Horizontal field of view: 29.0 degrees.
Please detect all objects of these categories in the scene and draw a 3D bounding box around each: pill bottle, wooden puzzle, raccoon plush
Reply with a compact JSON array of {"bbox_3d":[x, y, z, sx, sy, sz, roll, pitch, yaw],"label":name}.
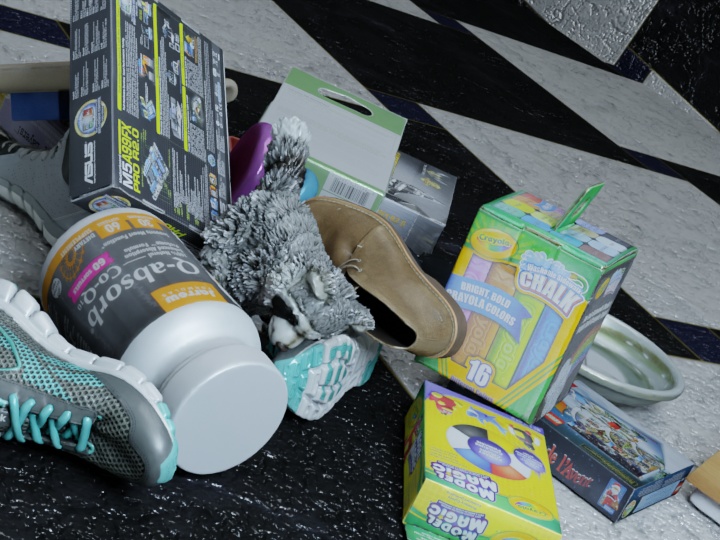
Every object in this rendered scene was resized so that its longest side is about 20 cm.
[{"bbox_3d":[-0.143,0.049,1.004,0.116,0.116,0.200,6,27,-43],"label":"pill bottle"},{"bbox_3d":[-0.238,-0.159,1.282,0.185,0.046,0.200,2,2,24],"label":"wooden puzzle"},{"bbox_3d":[-0.044,-0.034,1.067,0.134,0.200,0.097,0,-12,40],"label":"raccoon plush"}]

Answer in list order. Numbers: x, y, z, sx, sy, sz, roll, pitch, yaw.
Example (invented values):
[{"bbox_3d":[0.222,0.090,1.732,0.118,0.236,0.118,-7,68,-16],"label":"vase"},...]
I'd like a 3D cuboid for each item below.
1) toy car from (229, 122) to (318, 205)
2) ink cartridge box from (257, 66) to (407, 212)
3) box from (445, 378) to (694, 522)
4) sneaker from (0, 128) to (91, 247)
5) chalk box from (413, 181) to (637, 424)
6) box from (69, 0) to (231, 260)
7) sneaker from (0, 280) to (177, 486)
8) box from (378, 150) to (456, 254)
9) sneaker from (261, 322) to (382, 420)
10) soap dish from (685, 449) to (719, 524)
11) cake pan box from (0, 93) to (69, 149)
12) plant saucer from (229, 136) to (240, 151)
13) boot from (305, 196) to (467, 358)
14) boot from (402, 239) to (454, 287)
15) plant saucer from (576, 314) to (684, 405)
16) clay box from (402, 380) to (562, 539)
[{"bbox_3d":[-0.127,-0.073,1.275,0.200,0.150,0.175,19,20,-18],"label":"toy car"},{"bbox_3d":[-0.034,-0.132,1.442,0.145,0.048,0.200,24,27,-4],"label":"ink cartridge box"},{"bbox_3d":[0.192,0.144,1.278,0.200,0.038,0.137,37,23,28],"label":"box"},{"bbox_3d":[-0.267,-0.102,1.229,0.200,0.116,0.075,38,25,30],"label":"sneaker"},{"bbox_3d":[0.153,0.009,1.213,0.124,0.200,0.124,28,18,18],"label":"chalk box"},{"bbox_3d":[-0.169,-0.123,1.131,0.160,0.044,0.200,30,49,-55],"label":"box"},{"bbox_3d":[-0.209,0.087,0.901,0.200,0.078,0.091,30,36,23],"label":"sneaker"},{"bbox_3d":[0.022,-0.092,1.548,0.158,0.048,0.200,25,20,0],"label":"box"},{"bbox_3d":[-0.047,0.067,1.155,0.091,0.078,0.200,22,10,14],"label":"sneaker"},{"bbox_3d":[0.415,0.210,1.318,0.157,0.081,0.200,36,21,26],"label":"soap dish"},{"bbox_3d":[-0.261,-0.140,1.433,0.184,0.052,0.200,41,25,32],"label":"cake pan box"},{"bbox_3d":[-0.055,-0.066,1.515,0.199,0.037,0.200,20,21,-16],"label":"plant saucer"},{"bbox_3d":[0.000,0.000,1.168,0.200,0.074,0.075,42,25,31],"label":"boot"},{"bbox_3d":[0.048,0.012,1.314,0.168,0.077,0.200,20,0,-31],"label":"boot"},{"bbox_3d":[0.238,0.091,1.450,0.200,0.050,0.200,23,21,-9],"label":"plant saucer"},{"bbox_3d":[0.093,0.166,1.092,0.115,0.048,0.200,23,19,-7],"label":"clay box"}]
